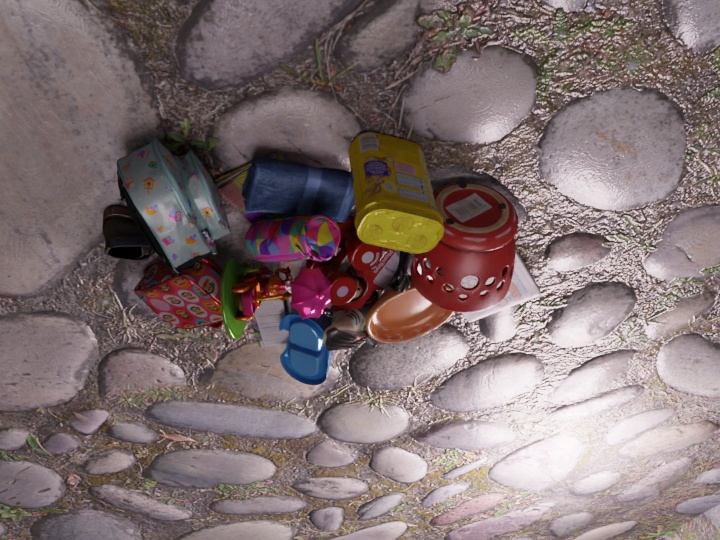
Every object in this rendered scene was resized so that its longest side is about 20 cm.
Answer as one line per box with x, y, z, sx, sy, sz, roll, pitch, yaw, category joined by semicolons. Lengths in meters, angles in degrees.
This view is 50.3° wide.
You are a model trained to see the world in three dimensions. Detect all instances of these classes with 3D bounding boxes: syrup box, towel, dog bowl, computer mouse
-0.195;0.072;1.622;0.081;0.079;0.200;-8;140;1;syrup box
-0.106;-0.142;1.375;0.199;0.049;0.112;8;137;-18;towel
-0.111;0.155;1.618;0.111;0.050;0.201;16;131;15;dog bowl
-0.159;-0.134;1.430;0.143;0.023;0.200;-26;137;19;towel
0.073;-0.059;1.423;0.044;0.200;0.110;4;124;-2;computer mouse

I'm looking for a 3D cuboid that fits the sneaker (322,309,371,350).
-0.039;0.107;1.564;0.070;0.094;0.200;-29;166;15;sneaker

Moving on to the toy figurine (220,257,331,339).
-0.142;0.039;1.417;0.183;0.200;0.151;-3;106;7;toy figurine

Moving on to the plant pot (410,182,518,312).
0.201;-0.049;1.453;0.199;0.201;0.183;-2;137;-7;plant pot

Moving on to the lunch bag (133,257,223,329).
-0.333;0.053;1.526;0.199;0.082;0.176;-13;133;39;lunch bag

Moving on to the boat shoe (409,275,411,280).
0.116;0.076;1.682;0.066;0.075;0.200;-15;135;-3;boat shoe

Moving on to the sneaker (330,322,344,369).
-0.089;0.159;1.722;0.090;0.067;0.200;27;158;13;sneaker

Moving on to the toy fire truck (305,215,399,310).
0.000;0.000;1.509;0.168;0.112;0.200;27;104;-39;toy fire truck

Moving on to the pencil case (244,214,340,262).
-0.125;-0.055;1.383;0.088;0.089;0.199;30;161;-36;pencil case

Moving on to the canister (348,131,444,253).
0.056;-0.138;1.321;0.148;0.201;0.087;11;137;-21;canister

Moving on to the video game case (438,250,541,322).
0.283;0.030;1.692;0.181;0.024;0.200;-23;138;18;video game case

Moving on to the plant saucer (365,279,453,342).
0.102;0.079;1.582;0.199;0.038;0.201;-14;145;-10;plant saucer

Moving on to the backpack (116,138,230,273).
-0.321;-0.122;1.305;0.153;0.176;0.200;-31;136;1;backpack

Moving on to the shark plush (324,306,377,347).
-0.019;0.085;1.708;0.199;0.091;0.084;27;112;-8;shark plush

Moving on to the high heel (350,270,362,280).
-0.032;0.019;1.613;0.199;0.068;0.096;-8;166;-17;high heel

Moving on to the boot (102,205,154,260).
-0.386;-0.047;1.437;0.199;0.097;0.075;14;135;-24;boot
